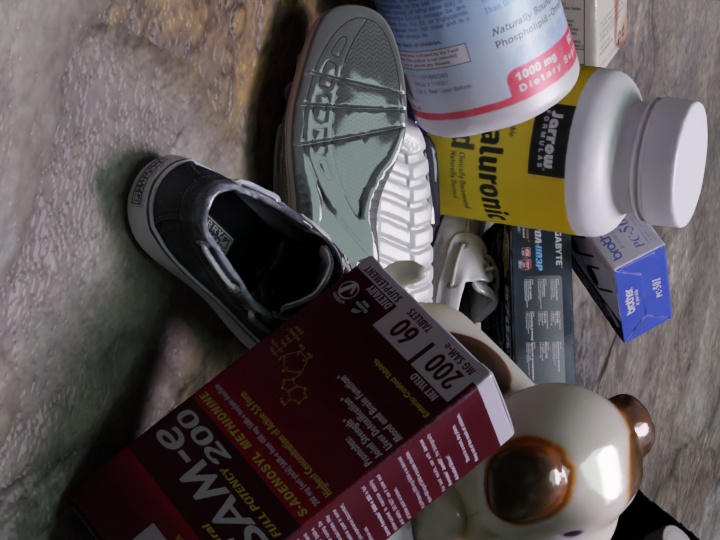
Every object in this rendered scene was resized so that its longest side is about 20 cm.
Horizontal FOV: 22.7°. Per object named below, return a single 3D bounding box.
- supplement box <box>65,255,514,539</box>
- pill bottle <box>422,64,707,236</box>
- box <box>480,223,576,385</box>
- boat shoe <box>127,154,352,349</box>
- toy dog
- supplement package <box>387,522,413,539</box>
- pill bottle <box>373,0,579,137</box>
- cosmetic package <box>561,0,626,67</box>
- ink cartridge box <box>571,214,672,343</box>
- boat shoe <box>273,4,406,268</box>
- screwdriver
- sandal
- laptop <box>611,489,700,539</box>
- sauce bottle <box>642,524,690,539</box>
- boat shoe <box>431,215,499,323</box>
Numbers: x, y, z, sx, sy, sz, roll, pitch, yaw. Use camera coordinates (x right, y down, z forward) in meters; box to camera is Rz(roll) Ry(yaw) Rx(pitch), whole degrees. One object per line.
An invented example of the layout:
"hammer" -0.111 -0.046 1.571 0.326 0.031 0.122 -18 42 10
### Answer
"supplement box" -0.035 0.096 0.897 0.200 0.109 0.061 -39 141 -10
"pill bottle" 0.123 -0.083 1.186 0.111 0.198 0.112 9 90 -67
"box" 0.119 0.063 1.299 0.159 0.046 0.202 122 -34 -82
"boat shoe" -0.038 0.004 0.952 0.200 0.067 0.072 44 68 -44
"toy dog" 0.081 0.098 1.051 0.139 0.199 0.196 -9 110 -38
"supplement package" -0.060 0.194 0.973 0.200 0.116 0.118 -57 147 -41
"pill bottle" 0.055 -0.191 1.074 0.109 0.108 0.201 -51 128 -48
"cosmetic package" 0.133 -0.248 1.273 0.087 0.102 0.202 -51 144 -52
"ink cartridge box" 0.156 -0.052 1.306 0.044 0.201 0.094 -26 143 -6
"boat shoe" -0.020 -0.053 1.051 0.074 0.065 0.204 -1 98 -27
"screwdriver" 0.030 -0.126 1.152 0.029 0.028 0.202 0 84 -81
"sandal" 0.006 0.000 1.128 0.082 0.050 0.205 2 98 -39
"laptop" 0.119 0.217 1.130 0.177 0.200 0.104 -39 125 -9
"sauce bottle" 0.098 0.200 0.987 0.066 0.199 0.066 36 38 -34
"boat shoe" 0.068 0.015 1.263 0.074 0.066 0.201 61 44 -56
